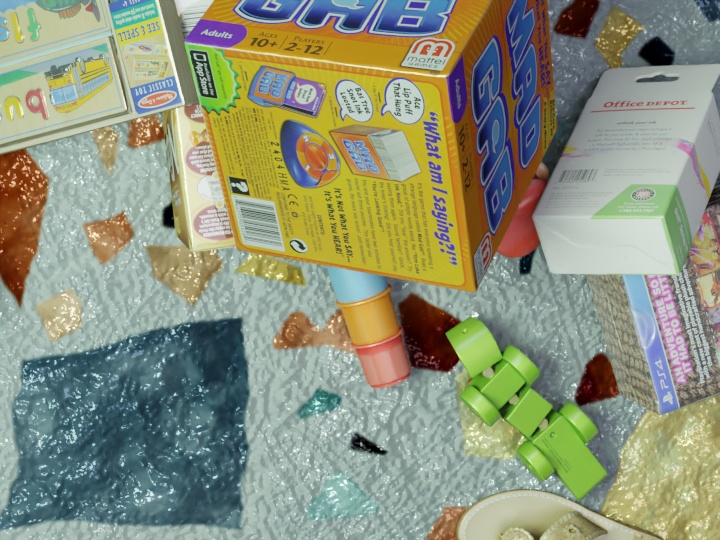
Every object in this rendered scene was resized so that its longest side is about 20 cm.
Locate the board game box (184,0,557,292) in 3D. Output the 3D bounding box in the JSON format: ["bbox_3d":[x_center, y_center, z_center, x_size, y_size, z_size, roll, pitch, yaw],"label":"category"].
[{"bbox_3d":[0.018,-0.136,1.273,0.200,0.200,0.200,11,136,22],"label":"board game box"}]

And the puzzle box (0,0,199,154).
[{"bbox_3d":[-0.228,-0.171,1.326,0.200,0.025,0.133,-12,96,27],"label":"puzzle box"}]

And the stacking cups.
[{"bbox_3d":[0.000,0.000,1.451,0.060,0.061,0.200,-22,105,-9],"label":"stacking cups"}]

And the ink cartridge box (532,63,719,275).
[{"bbox_3d":[0.233,-0.086,1.428,0.200,0.117,0.067,-61,139,-38],"label":"ink cartridge box"}]

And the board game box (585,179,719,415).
[{"bbox_3d":[0.312,0.012,1.497,0.200,0.097,0.160,-19,101,-10],"label":"board game box"}]

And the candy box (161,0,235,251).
[{"bbox_3d":[-0.129,-0.122,1.371,0.055,0.115,0.200,-7,99,-11],"label":"candy box"}]

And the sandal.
[{"bbox_3d":[0.195,0.248,1.516,0.211,0.070,0.078,15,94,-14],"label":"sandal"}]

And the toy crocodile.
[{"bbox_3d":[0.145,0.124,1.499,0.068,0.062,0.200,-46,109,-4],"label":"toy crocodile"}]

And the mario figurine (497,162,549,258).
[{"bbox_3d":[0.092,-0.101,1.458,0.123,0.106,0.200,-28,93,29],"label":"mario figurine"}]
